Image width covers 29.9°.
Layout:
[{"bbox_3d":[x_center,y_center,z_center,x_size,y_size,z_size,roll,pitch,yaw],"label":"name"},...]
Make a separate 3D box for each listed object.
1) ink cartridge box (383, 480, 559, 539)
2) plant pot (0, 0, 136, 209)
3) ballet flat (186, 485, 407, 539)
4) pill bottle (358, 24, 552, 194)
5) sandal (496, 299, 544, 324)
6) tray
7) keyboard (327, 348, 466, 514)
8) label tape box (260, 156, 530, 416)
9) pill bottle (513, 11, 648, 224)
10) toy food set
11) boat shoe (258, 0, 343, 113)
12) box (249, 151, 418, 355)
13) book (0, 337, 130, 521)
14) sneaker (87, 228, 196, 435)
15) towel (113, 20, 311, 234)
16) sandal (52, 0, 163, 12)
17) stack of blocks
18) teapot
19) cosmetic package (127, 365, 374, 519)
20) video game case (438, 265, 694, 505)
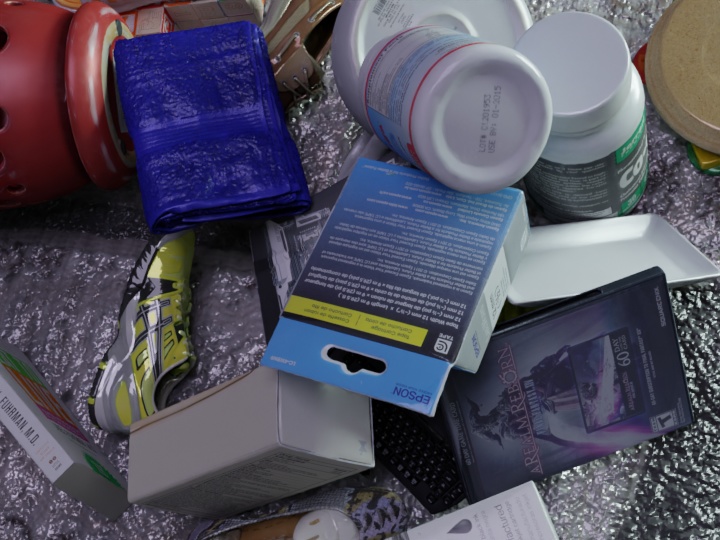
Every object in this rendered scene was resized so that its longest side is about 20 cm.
[{"bbox_3d":[0.074,0.275,1.062,0.199,0.083,0.147,-23,64,4],"label":"ink cartridge box"},{"bbox_3d":[-0.308,-0.161,1.282,0.181,0.201,0.202,-4,67,10],"label":"plant pot"},{"bbox_3d":[-0.058,0.230,1.116,0.199,0.072,0.072,-15,65,13],"label":"ballet flat"},{"bbox_3d":[0.064,-0.133,1.053,0.109,0.109,0.200,-37,22,-3],"label":"pill bottle"},{"bbox_3d":[0.140,0.027,1.165,0.199,0.080,0.087,22,37,29],"label":"sandal"},{"bbox_3d":[0.190,-0.005,1.124,0.199,0.022,0.108,-7,35,-21],"label":"tray"},{"bbox_3d":[0.006,0.127,1.121,0.200,0.040,0.104,45,119,5],"label":"keyboard"},{"bbox_3d":[0.030,0.019,1.035,0.142,0.066,0.201,14,62,21],"label":"label tape box"},{"bbox_3d":[0.183,-0.123,1.135,0.112,0.200,0.114,-5,67,12],"label":"pill bottle"},{"bbox_3d":[0.348,-0.186,1.204,0.197,0.049,0.201,-17,65,8],"label":"toy food set"},{"bbox_3d":[-0.073,-0.196,1.305,0.071,0.076,0.201,19,75,19],"label":"boat shoe"},{"bbox_3d":[0.000,0.000,1.175,0.199,0.050,0.159,-26,61,30],"label":"box"},{"bbox_3d":[-0.292,0.129,1.190,0.048,0.134,0.200,-44,65,-7],"label":"book"},{"bbox_3d":[-0.180,0.056,1.234,0.076,0.075,0.201,14,82,12],"label":"sneaker"},{"bbox_3d":[-0.135,-0.134,1.205,0.147,0.050,0.201,-9,64,-15],"label":"towel"},{"bbox_3d":[-0.214,-0.305,1.327,0.205,0.059,0.080,-6,67,12],"label":"sandal"},{"bbox_3d":[-0.201,-0.276,1.378,0.199,0.059,0.116,-4,67,13],"label":"stack of blocks"},{"bbox_3d":[0.057,-0.190,1.234,0.199,0.146,0.199,-14,92,-10],"label":"teapot"},{"bbox_3d":[-0.093,0.142,1.100,0.199,0.103,0.074,-26,56,40],"label":"cosmetic package"},{"bbox_3d":[0.162,0.093,1.077,0.199,0.144,0.019,-20,24,-6],"label":"video game case"}]
